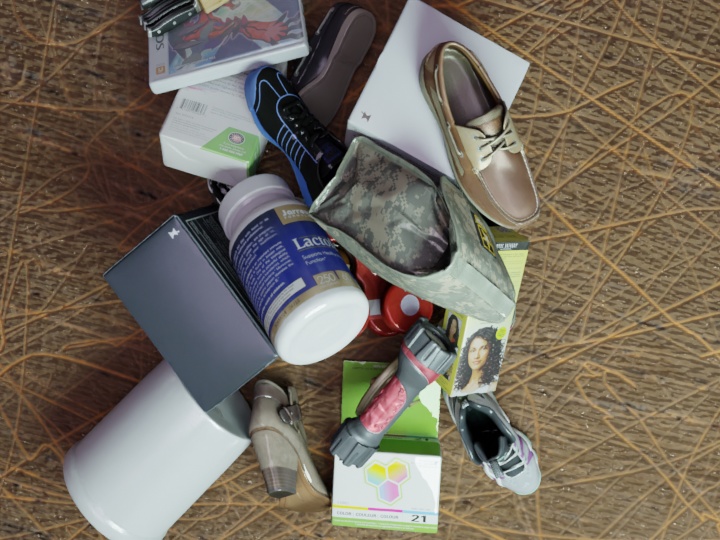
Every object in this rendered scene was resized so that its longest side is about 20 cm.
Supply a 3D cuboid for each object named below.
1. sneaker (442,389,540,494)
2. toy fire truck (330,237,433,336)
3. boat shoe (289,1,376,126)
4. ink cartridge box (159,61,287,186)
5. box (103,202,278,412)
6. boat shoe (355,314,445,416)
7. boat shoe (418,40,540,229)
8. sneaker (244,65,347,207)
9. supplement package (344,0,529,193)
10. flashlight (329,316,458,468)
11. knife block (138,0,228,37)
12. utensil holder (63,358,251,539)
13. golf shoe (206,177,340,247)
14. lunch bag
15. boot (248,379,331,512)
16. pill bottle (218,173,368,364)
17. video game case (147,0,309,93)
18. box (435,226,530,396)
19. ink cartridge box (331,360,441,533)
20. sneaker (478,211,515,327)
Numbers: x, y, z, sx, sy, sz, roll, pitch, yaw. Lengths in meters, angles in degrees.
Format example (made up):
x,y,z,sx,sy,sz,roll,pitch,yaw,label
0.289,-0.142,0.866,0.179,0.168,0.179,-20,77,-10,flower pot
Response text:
x,y,z,sx,sy,sz,roll,pitch,yaw,label
0.175,0.235,0.995,0.077,0.140,0.201,-37,102,9,sneaker
0.000,0.000,0.984,0.194,0.112,0.173,-4,84,-15,toy fire truck
-0.055,-0.250,0.997,0.063,0.072,0.202,42,104,34,boat shoe
-0.161,-0.214,0.969,0.114,0.068,0.204,17,64,1,ink cartridge box
-0.186,0.036,0.966,0.122,0.198,0.202,-36,94,7,box
0.077,0.131,1.007,0.199,0.073,0.063,-43,78,-4,boat shoe
0.119,-0.134,0.768,0.075,0.072,0.203,-31,90,-5,boat shoe
-0.060,-0.154,0.907,0.070,0.077,0.203,-39,104,-31,sneaker
0.077,-0.180,0.905,0.148,0.200,0.154,28,85,-1,supplement package
0.035,0.151,0.934,0.067,0.068,0.201,38,106,-3,flashlight
-0.178,-0.356,0.929,0.195,0.064,0.180,8,66,15,knife block
-0.256,0.227,1.016,0.200,0.170,0.170,-44,93,5,utensil holder
-0.114,-0.069,1.000,0.196,0.095,0.079,27,98,-2,golf shoe
0.069,-0.031,0.819,0.199,0.163,0.119,35,90,37,lunch bag
-0.091,0.234,1.040,0.068,0.201,0.150,-14,61,9,boot
-0.082,-0.006,0.879,0.115,0.116,0.202,-38,60,8,pill bottle
-0.167,-0.316,0.954,0.195,0.023,0.186,-12,62,5,video game case
0.145,0.051,0.944,0.073,0.050,0.205,-4,114,-27,box
0.037,0.233,1.041,0.143,0.076,0.206,3,98,3,ink cartridge box
0.154,-0.010,0.994,0.072,0.087,0.205,-15,97,5,sneaker
